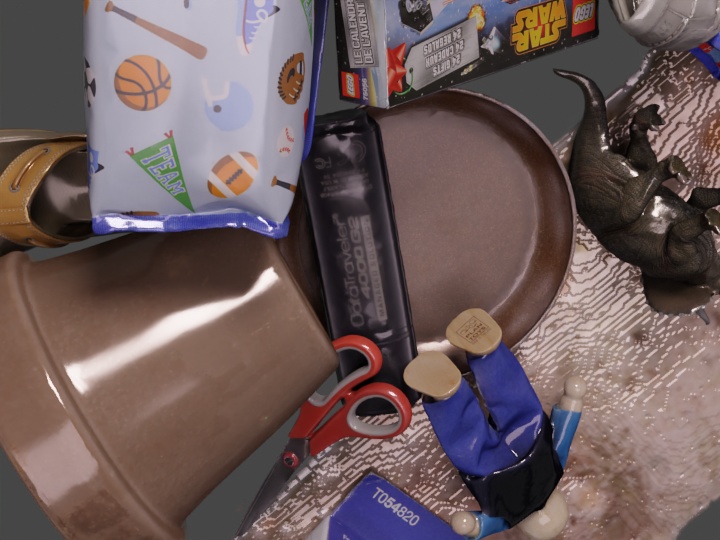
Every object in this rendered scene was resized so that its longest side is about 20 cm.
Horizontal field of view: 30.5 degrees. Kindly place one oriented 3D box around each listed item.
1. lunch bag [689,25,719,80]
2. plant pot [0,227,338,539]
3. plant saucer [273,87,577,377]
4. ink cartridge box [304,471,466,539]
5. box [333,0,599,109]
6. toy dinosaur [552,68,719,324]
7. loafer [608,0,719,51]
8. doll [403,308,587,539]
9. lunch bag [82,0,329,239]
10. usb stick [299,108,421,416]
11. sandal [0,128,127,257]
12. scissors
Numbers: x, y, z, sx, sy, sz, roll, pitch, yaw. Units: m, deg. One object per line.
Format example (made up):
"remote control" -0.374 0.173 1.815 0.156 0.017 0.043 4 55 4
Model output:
"lunch bag" 0.261 -0.169 0.741 0.094 0.200 0.151 35 102 -20
"plant pot" -0.112 0.050 0.767 0.174 0.200 0.201 -30 113 -1
"plant saucer" 0.040 -0.023 0.852 0.198 0.032 0.202 -3 111 -7
"ink cartridge box" 0.015 0.273 0.956 0.199 0.041 0.200 37 101 -20
"box" 0.064 -0.179 0.731 0.199 0.040 0.138 -24 119 -43
"toy dinosaur" 0.179 -0.039 0.842 0.200 0.077 0.102 40 134 -7
"loafer" 0.164 -0.223 0.737 0.069 0.070 0.202 4 76 -38
"doll" 0.101 0.116 0.883 0.136 0.048 0.201 -43 130 -18
"lunch bag" -0.078 -0.128 0.701 0.123 0.200 0.172 4 110 -6
"usb stick" 0.000 0.000 0.821 0.055 0.033 0.202 -9 113 3
"sandal" -0.180 -0.043 0.795 0.198 0.054 0.081 -6 112 -7
"scissors" -0.043 0.111 0.868 0.073 0.014 0.200 48 126 -6
